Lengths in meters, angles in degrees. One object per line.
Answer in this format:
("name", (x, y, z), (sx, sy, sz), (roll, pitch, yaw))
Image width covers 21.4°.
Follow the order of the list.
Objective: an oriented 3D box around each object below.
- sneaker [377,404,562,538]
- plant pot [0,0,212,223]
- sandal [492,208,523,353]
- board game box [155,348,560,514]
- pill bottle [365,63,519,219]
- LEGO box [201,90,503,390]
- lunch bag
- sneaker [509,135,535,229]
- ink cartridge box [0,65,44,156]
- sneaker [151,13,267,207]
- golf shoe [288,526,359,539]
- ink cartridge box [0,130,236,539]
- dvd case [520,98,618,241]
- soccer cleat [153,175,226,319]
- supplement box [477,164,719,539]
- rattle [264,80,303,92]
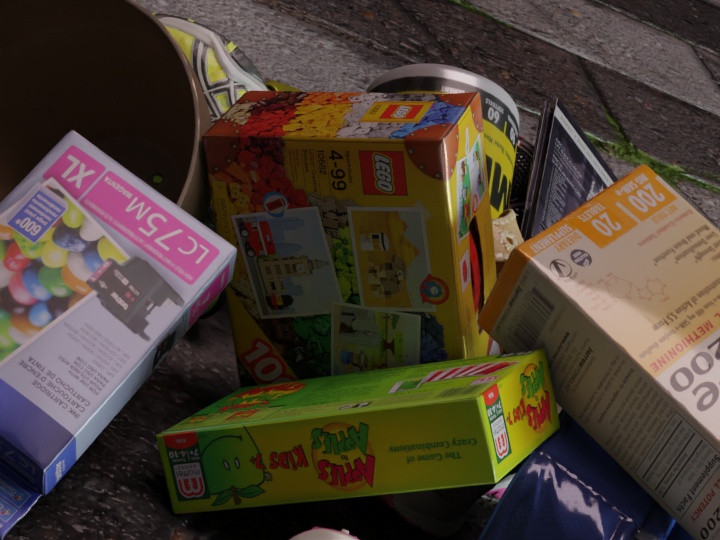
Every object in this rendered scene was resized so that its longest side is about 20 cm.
("sneaker", (0.068, 0.102, 1.206), (0.081, 0.089, 0.199), (39, 26, 22))
("plant pot", (-0.170, -0.056, 1.166), (0.200, 0.201, 0.134), (39, -2, 22))
("sandal", (0.069, -0.017, 1.194), (0.211, 0.070, 0.078), (35, -18, -7))
("board game box", (-0.001, 0.089, 1.055), (0.198, 0.048, 0.101), (-9, 8, 27))
("pill bottle", (0.043, -0.028, 1.297), (0.113, 0.114, 0.202), (20, 62, -20))
("LEGO box", (0.000, 0.000, 1.124), (0.147, 0.202, 0.077), (2, 27, 20))
("lunch bag", (0.139, 0.167, 1.099), (0.132, 0.137, 0.200), (32, 28, 9))
("sneaker", (0.122, -0.003, 1.358), (0.075, 0.080, 0.202), (67, 13, -74))
("ink cartridge box", (-0.309, -0.119, 1.206), (0.198, 0.100, 0.039), (18, 24, -21))
("sneaker", (-0.093, -0.090, 1.241), (0.199, 0.076, 0.076), (39, 53, 4))
("golf shoe", (0.034, 0.216, 0.988), (0.199, 0.076, 0.092), (27, 39, 1))
("ink cartridge box", (-0.170, 0.030, 1.011), (0.119, 0.042, 0.200), (35, 64, 9))
("dvd case", (0.158, -0.004, 1.340), (0.149, 0.016, 0.201), (49, 39, -31))
("soccer cleat", (-0.131, -0.036, 1.292), (0.081, 0.068, 0.200), (22, 21, -48))
("supplement box", (0.181, 0.049, 1.067), (0.200, 0.074, 0.126), (44, 50, 18))
("rattle", (-0.071, -0.022, 1.365), (0.130, 0.142, 0.201), (-68, 135, -71))
